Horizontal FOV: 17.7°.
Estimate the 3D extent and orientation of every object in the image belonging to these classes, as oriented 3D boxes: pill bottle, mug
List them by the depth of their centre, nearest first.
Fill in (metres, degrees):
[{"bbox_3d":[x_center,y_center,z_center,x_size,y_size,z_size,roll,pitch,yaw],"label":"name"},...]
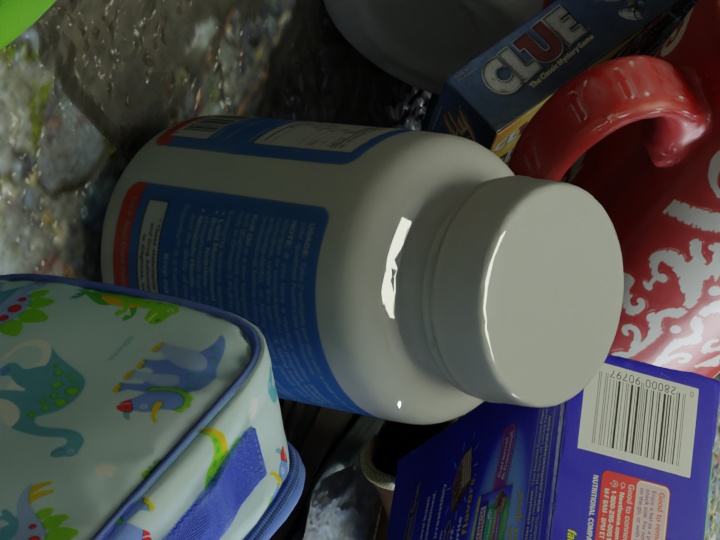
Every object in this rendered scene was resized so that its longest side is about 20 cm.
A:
[{"bbox_3d":[0.000,0.000,0.915,0.112,0.199,0.113,-9,103,-44],"label":"pill bottle"},{"bbox_3d":[0.136,-0.039,1.007,0.177,0.200,0.134,25,45,-16],"label":"mug"},{"bbox_3d":[0.067,-0.191,1.104,0.201,0.112,0.112,-64,145,-27],"label":"pill bottle"}]

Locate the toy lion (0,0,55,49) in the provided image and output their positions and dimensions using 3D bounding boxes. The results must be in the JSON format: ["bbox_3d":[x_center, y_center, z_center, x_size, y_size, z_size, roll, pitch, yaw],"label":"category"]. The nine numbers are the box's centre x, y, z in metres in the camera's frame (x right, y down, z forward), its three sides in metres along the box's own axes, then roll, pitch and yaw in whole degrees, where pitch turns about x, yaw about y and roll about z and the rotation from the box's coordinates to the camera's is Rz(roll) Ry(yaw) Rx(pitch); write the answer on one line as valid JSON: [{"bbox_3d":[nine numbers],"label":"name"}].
[{"bbox_3d":[-0.169,-0.147,0.771,0.192,0.068,0.201,-51,139,-31],"label":"toy lion"}]

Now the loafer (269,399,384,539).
[{"bbox_3d":[-0.053,0.086,1.025,0.063,0.072,0.200,63,34,-17],"label":"loafer"}]

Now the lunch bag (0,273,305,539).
[{"bbox_3d":[-0.122,0.088,0.798,0.200,0.160,0.083,-50,137,-44],"label":"lunch bag"}]

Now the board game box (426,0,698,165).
[{"bbox_3d":[0.108,-0.092,1.058,0.200,0.035,0.136,-36,165,-25],"label":"board game box"}]

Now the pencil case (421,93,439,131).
[{"bbox_3d":[0.076,-0.082,1.171,0.093,0.085,0.201,75,32,-65],"label":"pencil case"}]

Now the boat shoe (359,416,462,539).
[{"bbox_3d":[0.029,0.092,1.130,0.074,0.075,0.203,-1,123,-33],"label":"boat shoe"}]

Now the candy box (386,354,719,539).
[{"bbox_3d":[0.069,0.142,0.976,0.077,0.200,0.170,16,68,-16],"label":"candy box"}]
